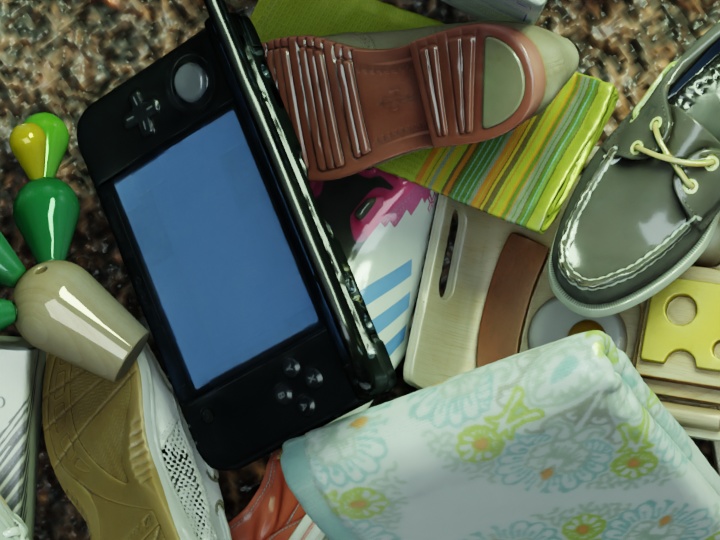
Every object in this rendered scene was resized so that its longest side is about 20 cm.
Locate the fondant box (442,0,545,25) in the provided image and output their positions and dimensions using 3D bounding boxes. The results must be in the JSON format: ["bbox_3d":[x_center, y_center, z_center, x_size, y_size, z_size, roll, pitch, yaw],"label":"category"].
[{"bbox_3d":[0.033,-0.174,1.198,0.144,0.200,0.058,28,90,1],"label":"fondant box"}]

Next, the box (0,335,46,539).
[{"bbox_3d":[-0.210,0.134,1.283,0.082,0.068,0.201,3,93,0],"label":"box"}]

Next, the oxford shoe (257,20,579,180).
[{"bbox_3d":[0.014,-0.085,1.214,0.199,0.075,0.071,0,101,33],"label":"oxford shoe"}]

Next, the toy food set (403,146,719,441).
[{"bbox_3d":[0.131,0.002,1.239,0.199,0.060,0.144,8,78,17],"label":"toy food set"}]

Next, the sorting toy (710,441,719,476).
[{"bbox_3d":[0.282,0.089,1.265,0.199,0.070,0.200,-11,91,3],"label":"sorting toy"}]

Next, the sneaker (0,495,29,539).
[{"bbox_3d":[-0.175,0.152,1.216,0.199,0.076,0.092,20,87,-5],"label":"sneaker"}]

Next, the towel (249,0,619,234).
[{"bbox_3d":[0.024,-0.089,1.248,0.199,0.018,0.086,23,73,22],"label":"towel"}]

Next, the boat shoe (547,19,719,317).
[{"bbox_3d":[0.161,-0.065,1.197,0.072,0.061,0.201,38,79,17],"label":"boat shoe"}]

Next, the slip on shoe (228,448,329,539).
[{"bbox_3d":[-0.070,0.177,1.286,0.061,0.074,0.200,37,94,24],"label":"slip on shoe"}]

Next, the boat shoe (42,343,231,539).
[{"bbox_3d":[-0.106,0.104,1.261,0.071,0.069,0.201,-38,53,27],"label":"boat shoe"}]

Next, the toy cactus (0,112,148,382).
[{"bbox_3d":[-0.185,0.005,1.236,0.165,0.200,0.102,34,128,6],"label":"toy cactus"}]

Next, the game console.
[{"bbox_3d":[-0.071,-0.020,1.161,0.175,0.116,0.201,-29,77,32],"label":"game console"}]

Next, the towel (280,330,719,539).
[{"bbox_3d":[0.079,0.110,1.213,0.170,0.200,0.048,-24,49,18],"label":"towel"}]

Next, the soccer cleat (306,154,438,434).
[{"bbox_3d":[0.000,0.000,1.280,0.070,0.086,0.201,12,70,33],"label":"soccer cleat"}]
